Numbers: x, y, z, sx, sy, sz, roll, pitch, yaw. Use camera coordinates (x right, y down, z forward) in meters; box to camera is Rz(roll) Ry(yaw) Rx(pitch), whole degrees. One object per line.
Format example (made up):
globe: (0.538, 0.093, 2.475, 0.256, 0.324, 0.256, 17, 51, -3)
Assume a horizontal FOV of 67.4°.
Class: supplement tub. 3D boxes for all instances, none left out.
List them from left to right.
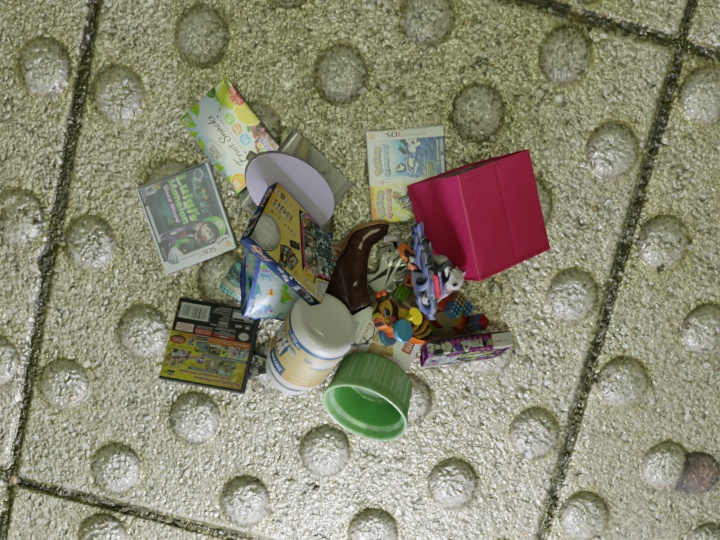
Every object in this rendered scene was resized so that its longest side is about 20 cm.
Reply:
supplement tub: (-0.111, 0.158, 1.133, 0.143, 0.146, 0.201, 34, 130, -3)

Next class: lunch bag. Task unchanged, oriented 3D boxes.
lunch bag: (-0.164, 0.004, 1.157, 0.165, 0.127, 0.207, 5, 97, -29)

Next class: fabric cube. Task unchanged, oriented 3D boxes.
fabric cube: (0.240, -0.112, 1.109, 0.195, 0.195, 0.206, -21, 100, -23)

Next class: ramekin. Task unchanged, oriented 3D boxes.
ramekin: (0.021, 0.273, 1.184, 0.194, 0.099, 0.204, 13, 136, 13)

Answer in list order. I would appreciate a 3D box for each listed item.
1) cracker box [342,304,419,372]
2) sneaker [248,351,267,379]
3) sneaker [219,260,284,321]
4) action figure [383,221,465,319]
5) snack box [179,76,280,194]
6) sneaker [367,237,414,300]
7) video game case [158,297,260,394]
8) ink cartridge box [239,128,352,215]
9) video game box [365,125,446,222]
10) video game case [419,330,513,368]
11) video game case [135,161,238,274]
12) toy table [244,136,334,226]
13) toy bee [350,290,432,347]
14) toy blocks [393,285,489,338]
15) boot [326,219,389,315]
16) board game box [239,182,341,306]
cracker box: (0.031, 0.159, 1.237, 0.196, 0.058, 0.137, 27, 95, -4)
sneaker: (-0.303, 0.234, 1.240, 0.196, 0.060, 0.106, -30, 91, -1)
sneaker: (-0.217, 0.047, 1.216, 0.195, 0.078, 0.088, 27, 91, -3)
action figure: (0.130, -0.022, 1.070, 0.103, 0.191, 0.206, -26, 125, -30)
snack box: (-0.279, -0.294, 1.191, 0.141, 0.053, 0.202, -39, 96, 4)
sneaker: (0.087, -0.036, 1.210, 0.088, 0.074, 0.201, 42, 94, -6)
video game case: (-0.335, 0.167, 1.209, 0.193, 0.026, 0.187, 9, 72, 4)
ink cartridge box: (-0.143, -0.176, 1.201, 0.175, 0.045, 0.201, 37, 99, -31)
video game box: (0.104, -0.213, 1.208, 0.175, 0.047, 0.208, -5, 95, 2)
video game case: (0.222, 0.174, 1.171, 0.175, 0.201, 0.037, -7, 73, -1)
video game case: (-0.393, -0.118, 1.224, 0.176, 0.023, 0.206, -19, 95, 1)
toy table: (-0.149, -0.179, 1.104, 0.184, 0.118, 0.199, -45, 121, 6)
toy bee: (0.070, 0.097, 1.112, 0.128, 0.198, 0.113, -11, 76, 31)
toy blocks: (0.185, 0.086, 1.166, 0.199, 0.136, 0.101, 42, 64, -18)
boot: (0.000, 0.000, 1.185, 0.196, 0.072, 0.170, -28, 65, 16)
board game box: (-0.127, -0.048, 1.039, 0.034, 0.138, 0.200, -13, 133, 40)
